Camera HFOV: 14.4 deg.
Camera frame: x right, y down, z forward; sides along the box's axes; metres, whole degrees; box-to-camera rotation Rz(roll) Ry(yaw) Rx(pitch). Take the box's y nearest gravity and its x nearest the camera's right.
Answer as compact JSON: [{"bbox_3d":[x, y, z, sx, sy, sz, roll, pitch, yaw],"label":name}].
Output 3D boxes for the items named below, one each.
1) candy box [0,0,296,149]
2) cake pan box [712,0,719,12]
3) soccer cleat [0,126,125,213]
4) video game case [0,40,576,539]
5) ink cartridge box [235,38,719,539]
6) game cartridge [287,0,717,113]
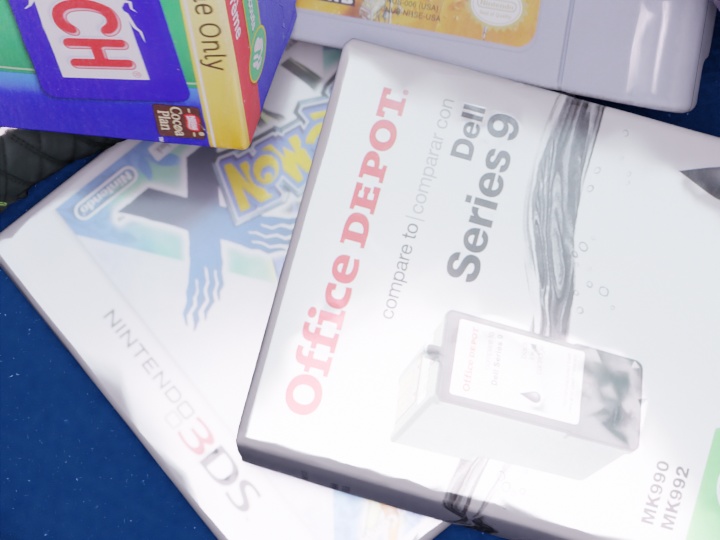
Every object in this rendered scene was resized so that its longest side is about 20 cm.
[{"bbox_3d":[-0.130,-0.127,0.919,0.200,0.169,0.077,5,50,12],"label":"candy box"},{"bbox_3d":[0.216,-0.086,0.871,0.184,0.052,0.200,-35,88,2],"label":"cake pan box"},{"bbox_3d":[-0.165,-0.023,1.009,0.200,0.068,0.081,-16,105,-5],"label":"soccer cleat"},{"bbox_3d":[0.000,0.000,1.024,0.200,0.022,0.182,-39,85,-6],"label":"video game case"},{"bbox_3d":[0.069,0.021,0.969,0.200,0.084,0.146,15,83,1],"label":"ink cartridge box"},{"bbox_3d":[0.029,-0.136,0.974,0.200,0.042,0.133,12,104,23],"label":"game cartridge"}]
